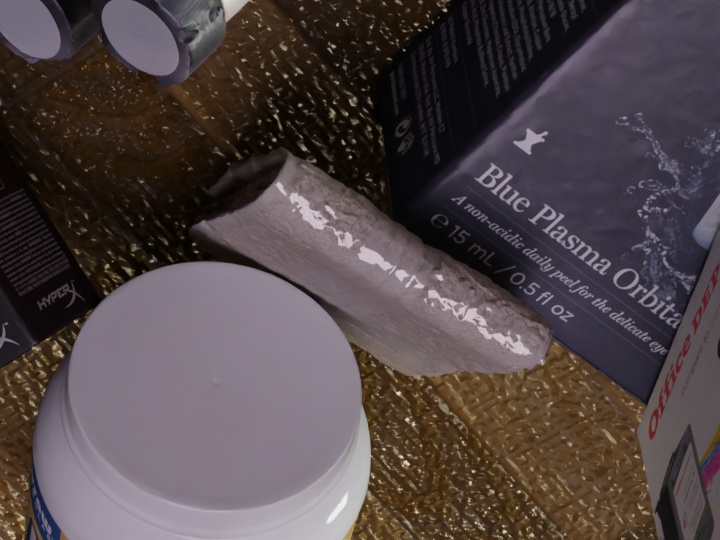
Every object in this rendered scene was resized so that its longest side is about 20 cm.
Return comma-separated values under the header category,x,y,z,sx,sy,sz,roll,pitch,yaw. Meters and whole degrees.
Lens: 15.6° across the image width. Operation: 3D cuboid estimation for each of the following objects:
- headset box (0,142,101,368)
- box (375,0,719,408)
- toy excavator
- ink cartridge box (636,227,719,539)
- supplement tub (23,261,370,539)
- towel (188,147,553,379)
category,x,y,z,sx,sy,sz,roll,pitch,yaw
headset box,-0.228,-0.027,1.089,0.149,0.075,0.200,-31,93,20
box,0.144,-0.061,1.098,0.197,0.117,0.200,35,116,-24
toy excavator,-0.076,-0.175,0.962,0.194,0.100,0.200,10,135,38
ink cartridge box,0.175,0.079,1.004,0.086,0.200,0.148,10,124,-12
supplement tub,-0.074,0.102,1.156,0.145,0.145,0.200,5,145,-7
towel,0.000,0.000,1.095,0.133,0.200,0.034,32,81,-11
